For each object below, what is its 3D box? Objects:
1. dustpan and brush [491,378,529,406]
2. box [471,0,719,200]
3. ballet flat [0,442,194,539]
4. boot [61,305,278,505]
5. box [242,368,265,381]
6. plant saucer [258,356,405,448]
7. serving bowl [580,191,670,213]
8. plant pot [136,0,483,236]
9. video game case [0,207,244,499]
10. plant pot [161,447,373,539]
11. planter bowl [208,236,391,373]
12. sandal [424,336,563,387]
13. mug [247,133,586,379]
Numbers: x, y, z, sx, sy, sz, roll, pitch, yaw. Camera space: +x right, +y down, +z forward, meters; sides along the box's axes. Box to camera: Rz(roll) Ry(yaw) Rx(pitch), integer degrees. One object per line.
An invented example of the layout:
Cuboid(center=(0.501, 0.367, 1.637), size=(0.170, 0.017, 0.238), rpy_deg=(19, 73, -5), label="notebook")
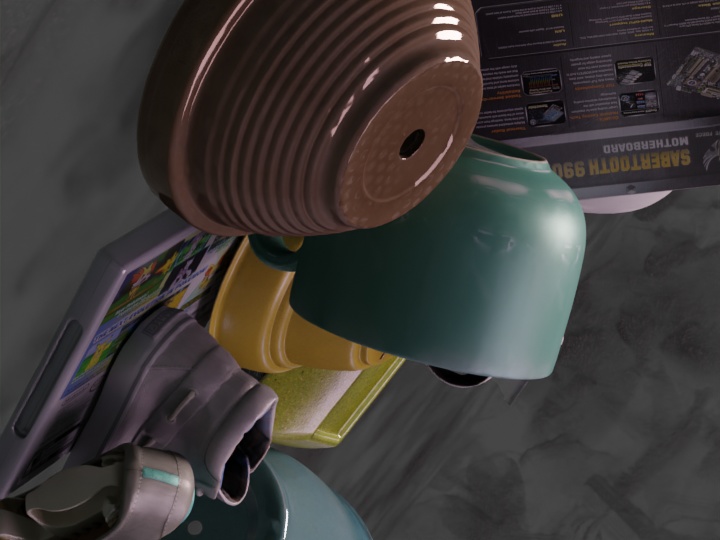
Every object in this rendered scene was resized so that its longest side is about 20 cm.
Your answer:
Cuboid(center=(0.082, -0.021, 1.596), size=(0.057, 0.200, 0.140), rpy_deg=(-28, 168, -16), label="dustpan and brush")
Cuboid(center=(0.149, -0.123, 1.368), size=(0.048, 0.200, 0.159), rpy_deg=(-76, 157, -64), label="box")
Cuboid(center=(-0.180, 0.143, 1.360), size=(0.200, 0.068, 0.064), rpy_deg=(-26, 147, 36), label="ballet flat")
Cuboid(center=(-0.112, 0.113, 1.386), size=(0.074, 0.096, 0.200), rpy_deg=(-43, 167, -39), label="boot")
Cuboid(center=(-0.028, 0.003, 1.651), size=(0.160, 0.049, 0.200), rpy_deg=(-45, 168, -23), label="box")
Cuboid(center=(-0.001, 0.054, 1.681), size=(0.200, 0.048, 0.200), rpy_deg=(-52, 170, 0), label="plant saucer")
Cuboid(center=(0.116, -0.083, 1.540), size=(0.200, 0.200, 0.066), rpy_deg=(-26, 136, -68), label="serving bowl")
Cuboid(center=(-0.005, -0.088, 1.163), size=(0.201, 0.093, 0.201), rpy_deg=(-37, 149, -26), label="plant pot")
Cuboid(center=(-0.126, 0.027, 1.366), size=(0.200, 0.022, 0.182), rpy_deg=(-36, 161, -56), label="video game case")
Cuboid(center=(-0.098, 0.204, 1.674), size=(0.200, 0.200, 0.188), rpy_deg=(-50, 156, -12), label="plant pot")
Cuboid(center=(0.000, 0.000, 1.462), size=(0.200, 0.083, 0.201), rpy_deg=(-47, 161, -22), label="planter bowl")
Cuboid(center=(0.065, 0.037, 1.521), size=(0.059, 0.079, 0.207), rpy_deg=(-31, -177, -15), label="sandal")
Cuboid(center=(0.032, -0.021, 1.306), size=(0.152, 0.185, 0.115), rpy_deg=(-98, -157, -80), label="mug")
